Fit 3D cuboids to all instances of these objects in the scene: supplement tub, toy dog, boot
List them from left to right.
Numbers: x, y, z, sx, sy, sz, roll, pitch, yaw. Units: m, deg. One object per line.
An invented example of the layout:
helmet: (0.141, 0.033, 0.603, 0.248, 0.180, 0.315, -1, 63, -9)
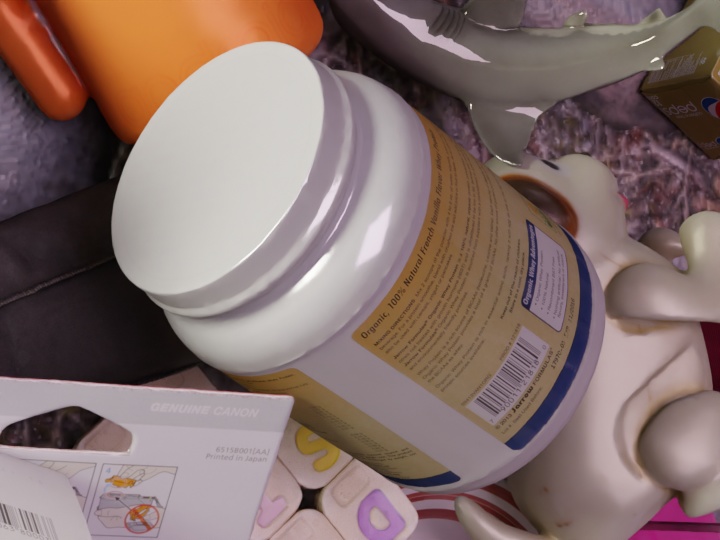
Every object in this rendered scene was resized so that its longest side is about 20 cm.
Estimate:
boot: (-0.170, -0.011, 1.128, 0.199, 0.072, 0.183, -24, 102, -29)
supplement tub: (0.000, 0.000, 1.113, 0.200, 0.144, 0.145, 36, 67, -40)
toy dog: (0.109, 0.033, 1.276, 0.193, 0.140, 0.201, -26, 95, -5)

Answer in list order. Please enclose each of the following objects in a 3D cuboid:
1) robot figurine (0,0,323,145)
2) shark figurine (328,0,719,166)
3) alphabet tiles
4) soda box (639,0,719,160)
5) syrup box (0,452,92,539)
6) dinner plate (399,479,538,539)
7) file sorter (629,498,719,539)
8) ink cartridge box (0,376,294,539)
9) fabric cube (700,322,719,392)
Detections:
robot figurine: (-0.092, -0.140, 1.162, 0.201, 0.143, 0.117, 60, 37, -14)
shark figurine: (0.097, -0.096, 1.239, 0.128, 0.213, 0.090, 62, 31, -54)
alphabet tiles: (-0.067, 0.149, 1.195, 0.200, 0.015, 0.196, -42, 102, -23)
soda box: (0.238, -0.162, 1.408, 0.068, 0.064, 0.201, 40, 67, -24)
syrup box: (-0.192, 0.171, 1.025, 0.079, 0.082, 0.200, 22, 110, -29)
dinner plate: (0.039, 0.200, 1.273, 0.199, 0.024, 0.201, 2, 86, -33)
file sorter: (0.156, 0.205, 1.261, 0.199, 0.125, 0.140, -25, 100, -32)
ink cartridge box: (-0.145, 0.111, 1.081, 0.199, 0.044, 0.174, 5, 117, -24)
fabric cube: (0.319, 0.048, 1.362, 0.196, 0.200, 0.200, -35, 103, -29)
